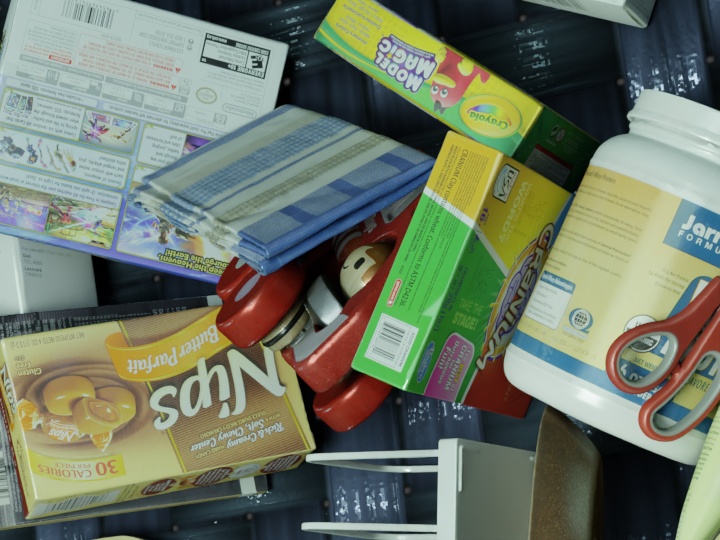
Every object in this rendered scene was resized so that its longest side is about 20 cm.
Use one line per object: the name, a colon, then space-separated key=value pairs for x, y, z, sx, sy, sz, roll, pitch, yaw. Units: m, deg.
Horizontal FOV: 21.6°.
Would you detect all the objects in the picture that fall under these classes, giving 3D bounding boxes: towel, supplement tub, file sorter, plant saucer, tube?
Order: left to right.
towel: x=-0.054 y=-0.058 z=1.260 sx=0.147 sy=0.024 sz=0.200 roll=-30 pitch=29 yaw=-22
file sorter: x=0.038 y=0.213 z=1.209 sx=0.124 sy=0.139 sz=0.200 roll=-4 pitch=79 yaw=29
plant saucer: x=0.126 y=0.182 z=1.143 sx=0.037 sy=0.200 sz=0.201 roll=2 pitch=81 yaw=11
supplement tub: x=0.189 y=0.004 z=1.167 sx=0.145 sy=0.145 sz=0.200 roll=25 pitch=93 yaw=28
tube: x=0.229 y=0.089 z=1.101 sx=0.052 sy=0.058 sz=0.200 roll=24 pitch=83 yaw=53

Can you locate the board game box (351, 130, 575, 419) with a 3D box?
board game box: x=0.080 y=0.009 z=1.188 sx=0.040 sy=0.200 sz=0.153 roll=23 pitch=92 yaw=27

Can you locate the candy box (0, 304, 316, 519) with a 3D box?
candy box: x=-0.142 y=0.092 z=1.296 sx=0.055 sy=0.200 sz=0.116 roll=131 pitch=127 yaw=-62

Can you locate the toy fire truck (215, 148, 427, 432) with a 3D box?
toy fire truck: x=0.000 y=0.000 z=1.241 sx=0.112 sy=0.200 sz=0.168 roll=41 pitch=98 yaw=-13

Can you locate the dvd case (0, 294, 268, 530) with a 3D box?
dvd case: x=-0.173 y=0.097 z=1.325 sx=0.016 sy=0.200 sz=0.149 roll=135 pitch=126 yaw=-64

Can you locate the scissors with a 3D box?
scissors: x=0.220 y=0.010 z=1.095 sx=0.073 sy=0.014 sz=0.200 roll=43 pitch=85 yaw=-13

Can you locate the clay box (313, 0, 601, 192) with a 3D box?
clay box: x=0.056 y=-0.127 z=1.273 sx=0.200 sy=0.115 sz=0.048 roll=34 pitch=96 yaw=28

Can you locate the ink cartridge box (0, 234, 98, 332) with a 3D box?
ink cartridge box: x=-0.263 y=0.075 z=1.397 sx=0.146 sy=0.084 sz=0.200 roll=-20 pitch=72 yaw=36

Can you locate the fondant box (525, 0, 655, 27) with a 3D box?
fondant box: x=0.152 y=-0.280 z=1.285 sx=0.144 sy=0.058 sz=0.200 roll=17 pitch=87 yaw=28

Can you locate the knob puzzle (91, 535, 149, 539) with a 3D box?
knob puzzle: x=-0.167 y=0.280 z=1.357 sx=0.219 sy=0.030 sz=0.220 roll=-5 pitch=78 yaw=26

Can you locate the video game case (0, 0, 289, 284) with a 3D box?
video game case: x=-0.168 y=-0.098 z=1.350 sx=0.200 sy=0.045 sz=0.182 roll=14 pitch=85 yaw=-16

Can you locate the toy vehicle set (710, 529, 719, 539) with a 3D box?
toy vehicle set: x=0.213 y=0.170 z=1.108 sx=0.027 sy=0.124 sz=0.200 roll=39 pitch=83 yaw=12
